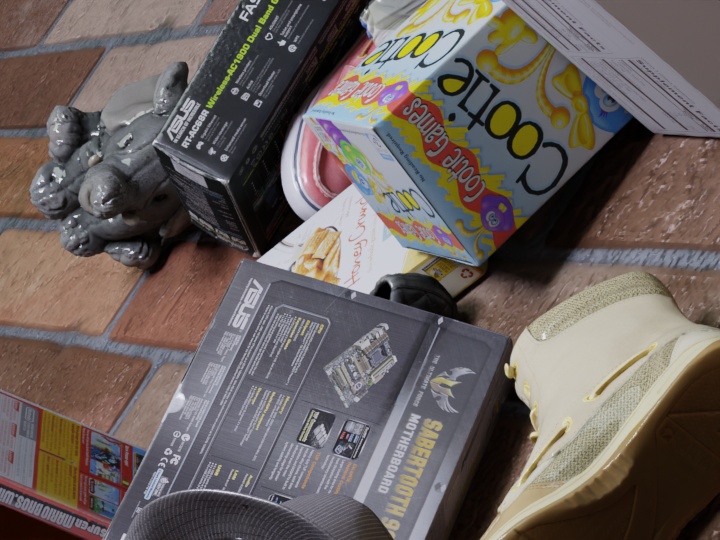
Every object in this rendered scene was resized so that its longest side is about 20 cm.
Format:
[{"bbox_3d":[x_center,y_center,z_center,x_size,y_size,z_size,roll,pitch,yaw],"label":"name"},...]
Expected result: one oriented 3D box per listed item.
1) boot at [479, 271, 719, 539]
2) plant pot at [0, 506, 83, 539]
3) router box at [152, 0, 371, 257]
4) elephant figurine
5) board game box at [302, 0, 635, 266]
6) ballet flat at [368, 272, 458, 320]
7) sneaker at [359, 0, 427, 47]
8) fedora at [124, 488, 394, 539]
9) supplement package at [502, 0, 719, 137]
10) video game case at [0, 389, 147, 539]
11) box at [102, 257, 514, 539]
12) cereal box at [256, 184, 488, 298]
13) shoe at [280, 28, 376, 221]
[{"bbox_3d":[0.096,0.092,1.376,0.200,0.073,0.155,-49,22,3],"label":"boot"},{"bbox_3d":[-0.215,0.217,1.680,0.184,0.200,0.200,-64,19,14],"label":"plant pot"},{"bbox_3d":[-0.052,-0.125,1.927,0.200,0.062,0.150,-59,-16,-13],"label":"router box"},{"bbox_3d":[-0.142,-0.074,2.053,0.200,0.141,0.156,-21,51,63],"label":"elephant figurine"},{"bbox_3d":[0.085,-0.111,1.624,0.200,0.103,0.105,-44,21,-13],"label":"board game box"},{"bbox_3d":[-0.026,0.064,1.679,0.200,0.057,0.067,-43,42,24],"label":"ballet flat"},{"bbox_3d":[0.104,-0.171,1.795,0.200,0.085,0.077,-29,-1,3],"label":"sneaker"},{"bbox_3d":[-0.022,0.177,1.369,0.176,0.201,0.090,1,21,33],"label":"fedora"},{"bbox_3d":[0.184,-0.194,1.540,0.200,0.156,0.111,-55,21,-9],"label":"supplement package"},{"bbox_3d":[-0.174,0.117,1.695,0.143,0.199,0.017,-103,38,-72],"label":"video game case"},{"bbox_3d":[-0.026,0.102,1.507,0.048,0.158,0.200,85,-155,-56],"label":"box"},{"bbox_3d":[0.000,0.000,1.761,0.200,0.039,0.144,-38,27,30],"label":"cereal box"},{"bbox_3d":[0.022,-0.120,1.864,0.091,0.071,0.200,-29,25,55],"label":"shoe"}]
